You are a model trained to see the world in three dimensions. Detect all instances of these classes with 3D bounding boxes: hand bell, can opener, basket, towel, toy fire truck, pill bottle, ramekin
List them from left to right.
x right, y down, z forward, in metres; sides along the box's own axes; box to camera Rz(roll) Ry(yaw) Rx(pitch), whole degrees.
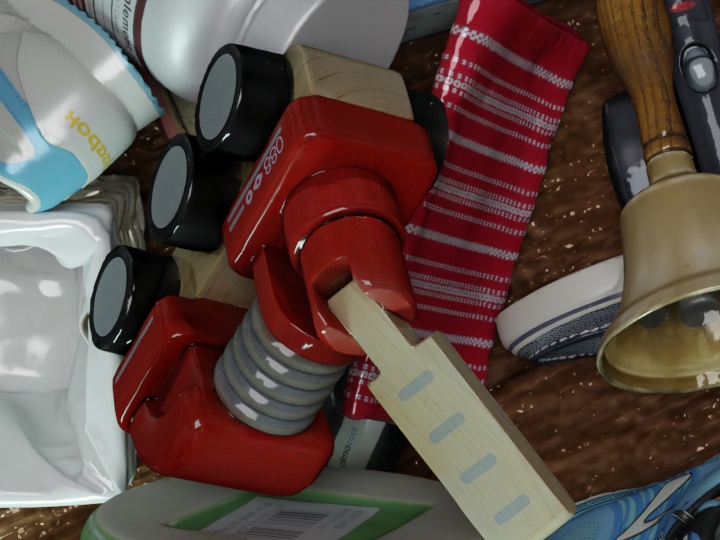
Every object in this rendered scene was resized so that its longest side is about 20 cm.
[{"bbox_3d":[-0.195,0.028,1.091,0.199,0.123,0.136,-1,103,8],"label":"basket"},{"bbox_3d":[-0.077,-0.145,1.028,0.200,0.113,0.113,38,92,26],"label":"pill bottle"},{"bbox_3d":[-0.025,0.146,0.964,0.199,0.200,0.098,1,98,7],"label":"ramekin"},{"bbox_3d":[-0.012,0.038,0.930,0.128,0.201,0.176,14,129,-26],"label":"toy fire truck"},{"bbox_3d":[0.049,-0.025,1.067,0.022,0.145,0.201,16,90,23],"label":"towel"},{"bbox_3d":[0.132,-0.058,1.039,0.104,0.104,0.201,-15,64,6],"label":"hand bell"},{"bbox_3d":[0.146,-0.113,1.098,0.078,0.063,0.201,-10,85,-8],"label":"can opener"}]

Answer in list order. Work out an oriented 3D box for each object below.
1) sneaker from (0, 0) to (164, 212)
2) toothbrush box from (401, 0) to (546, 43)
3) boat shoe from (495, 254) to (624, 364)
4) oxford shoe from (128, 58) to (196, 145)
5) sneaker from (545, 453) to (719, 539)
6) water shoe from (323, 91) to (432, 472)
[{"bbox_3d":[-0.176,-0.094,1.057,0.081,0.077,0.200,-46,45,-12],"label":"sneaker"},{"bbox_3d":[0.017,-0.215,1.107,0.146,0.085,0.201,-16,86,7],"label":"toothbrush box"},{"bbox_3d":[0.168,0.032,1.083,0.199,0.075,0.093,-17,78,5],"label":"boat shoe"},{"bbox_3d":[-0.055,-0.065,1.087,0.075,0.070,0.200,-32,78,-8],"label":"oxford shoe"},{"bbox_3d":[0.141,0.127,1.076,0.199,0.090,0.079,-32,84,5],"label":"sneaker"},{"bbox_3d":[0.000,0.000,1.108,0.078,0.071,0.201,16,87,13],"label":"water shoe"}]
